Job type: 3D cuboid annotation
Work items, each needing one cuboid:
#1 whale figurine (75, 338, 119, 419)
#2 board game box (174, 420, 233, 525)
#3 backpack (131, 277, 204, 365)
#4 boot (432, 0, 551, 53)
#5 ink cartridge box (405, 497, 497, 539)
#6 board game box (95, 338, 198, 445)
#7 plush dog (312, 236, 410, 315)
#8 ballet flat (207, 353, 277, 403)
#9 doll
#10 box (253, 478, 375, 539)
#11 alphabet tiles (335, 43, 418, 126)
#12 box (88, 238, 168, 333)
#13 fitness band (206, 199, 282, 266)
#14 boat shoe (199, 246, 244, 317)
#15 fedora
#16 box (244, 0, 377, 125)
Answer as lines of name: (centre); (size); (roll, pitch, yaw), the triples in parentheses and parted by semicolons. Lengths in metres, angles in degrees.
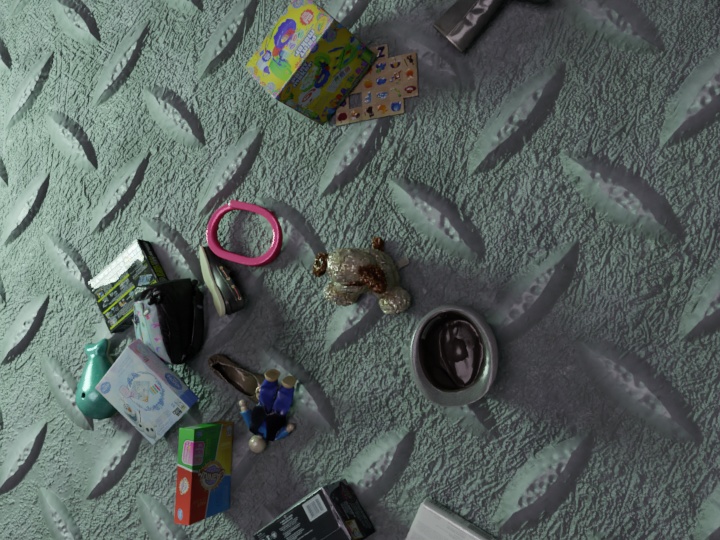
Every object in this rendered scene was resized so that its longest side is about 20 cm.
whale figurine: (-0.664, 0.274, 1.650); (0.159, 0.104, 0.200); (-17, 79, 22)
board game box: (-0.346, 0.445, 1.460); (0.040, 0.153, 0.200); (-1, 84, 23)
backpack: (-0.458, 0.126, 1.558); (0.126, 0.167, 0.200); (-3, 96, 32)
boot: (0.267, -0.530, 1.335); (0.200, 0.073, 0.182); (-45, 55, 7)
ink cartridge box: (0.156, 0.574, 1.277); (0.161, 0.050, 0.200); (25, 99, 25)
board game box: (-0.504, 0.288, 1.540); (0.199, 0.043, 0.200); (45, 124, -2)
plush dog: (0.000, 0.000, 1.340); (0.200, 0.172, 0.161); (9, 88, 26)
ballet flat: (-0.277, 0.249, 1.508); (0.200, 0.046, 0.067); (28, 96, 24)
doll: (-0.207, 0.316, 1.452); (0.136, 0.048, 0.200); (21, 110, 5)
box: (-0.095, 0.542, 1.356); (0.200, 0.115, 0.132); (-39, 69, 15)
alphabet tiles: (0.033, -0.420, 1.465); (0.200, 0.008, 0.167); (-5, 82, 24)
box: (-0.592, 0.041, 1.678); (0.200, 0.044, 0.160); (-38, 71, 16)
fitness band: (-0.273, -0.087, 1.544); (0.200, 0.037, 0.144); (15, 90, 20)
boat shoe: (-0.333, 0.020, 1.555); (0.201, 0.063, 0.074); (59, 151, 30)
fedora: (0.188, 0.167, 1.281); (0.177, 0.090, 0.200); (-22, 69, 19)
box: (-0.104, -0.453, 1.422); (0.200, 0.193, 0.122); (-49, 65, 14)
